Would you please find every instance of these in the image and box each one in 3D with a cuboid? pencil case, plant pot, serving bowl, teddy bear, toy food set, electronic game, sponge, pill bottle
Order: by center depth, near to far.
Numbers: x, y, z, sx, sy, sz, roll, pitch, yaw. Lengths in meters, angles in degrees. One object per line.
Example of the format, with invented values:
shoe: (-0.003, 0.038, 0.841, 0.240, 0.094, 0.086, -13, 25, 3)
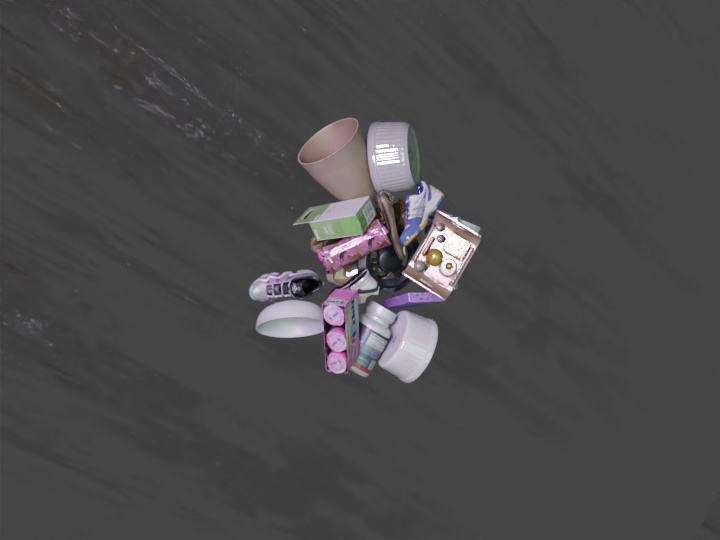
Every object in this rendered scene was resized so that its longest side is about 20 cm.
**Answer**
pencil case: (-0.015, -0.064, 1.506, 0.199, 0.087, 0.083, -25, 122, 6)
plant pot: (-0.038, -0.270, 1.526, 0.187, 0.187, 0.201, -42, 124, -10)
serving bowl: (-0.183, 0.124, 1.530, 0.198, 0.200, 0.066, 5, 66, -22)
toy food set: (0.218, -0.042, 1.532, 0.143, 0.060, 0.201, 32, 103, 15)
electronic game: (0.081, -0.034, 1.601, 0.198, 0.042, 0.202, -6, 105, -23)
teddy bear: (0.065, -0.139, 1.607, 0.199, 0.067, 0.147, -1, 101, -38)
sponge: (0.151, 0.086, 1.636, 0.110, 0.200, 0.030, -3, 83, -19)
pill bottle: (0.018, 0.194, 1.643, 0.119, 0.119, 0.201, 31, 86, -23)

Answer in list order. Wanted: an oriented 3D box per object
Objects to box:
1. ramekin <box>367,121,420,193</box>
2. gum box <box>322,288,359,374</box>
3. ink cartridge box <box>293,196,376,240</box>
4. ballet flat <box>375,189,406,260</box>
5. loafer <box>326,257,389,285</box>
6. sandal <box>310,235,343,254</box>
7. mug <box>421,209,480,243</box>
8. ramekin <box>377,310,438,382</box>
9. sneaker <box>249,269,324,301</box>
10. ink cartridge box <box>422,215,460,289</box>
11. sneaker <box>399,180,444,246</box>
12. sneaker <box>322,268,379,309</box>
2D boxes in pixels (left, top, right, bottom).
ramekin: (0.096, -0.307, 1.536, 0.104, 0.200, 0.202, -3, 103, 17)
gum box: (-0.050, 0.164, 1.506, 0.065, 0.114, 0.202, 3, 109, 16)
ink cartridge box: (-0.068, -0.134, 1.507, 0.104, 0.198, 0.060, -57, 132, -47)
ballet flat: (0.092, -0.122, 1.524, 0.046, 0.067, 0.202, -19, 106, 2)
loafer: (0.000, 0.000, 1.630, 0.198, 0.068, 0.076, -11, 102, -20)
sandal: (-0.059, -0.097, 1.596, 0.199, 0.054, 0.081, -18, 112, -28)
mug: (0.230, -0.084, 1.680, 0.198, 0.148, 0.177, 23, 98, 7)
ramekin: (0.131, 0.215, 1.652, 0.097, 0.200, 0.202, 27, 88, -16)
sneaker: (-0.194, 0.044, 1.522, 0.198, 0.140, 0.079, -16, 103, -19)
ink cartridge box: (0.227, -0.051, 1.585, 0.093, 0.044, 0.202, 3, 93, 21)
sneaker: (0.144, -0.154, 1.528, 0.088, 0.075, 0.201, 36, 62, -4)
sneaker: (-0.028, 0.075, 1.580, 0.080, 0.199, 0.074, 41, 40, -21)
